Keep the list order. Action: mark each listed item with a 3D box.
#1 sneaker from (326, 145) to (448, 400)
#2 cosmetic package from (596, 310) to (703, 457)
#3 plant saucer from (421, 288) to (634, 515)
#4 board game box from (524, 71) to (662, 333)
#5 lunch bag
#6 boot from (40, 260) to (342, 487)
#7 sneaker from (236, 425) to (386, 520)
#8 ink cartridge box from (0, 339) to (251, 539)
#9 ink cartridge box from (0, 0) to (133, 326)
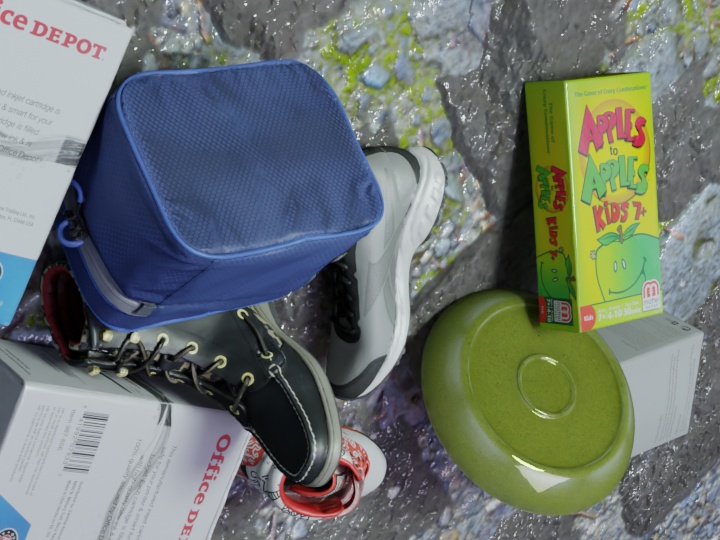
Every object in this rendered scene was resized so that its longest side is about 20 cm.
[{"bbox_3d":[0.000,0.000,1.301,0.079,0.074,0.201,6,102,-34],"label":"sneaker"},{"bbox_3d":[0.205,0.111,1.533,0.200,0.081,0.113,-14,121,-36],"label":"cosmetic package"},{"bbox_3d":[0.144,0.098,1.402,0.200,0.200,0.031,-19,163,-34],"label":"plant saucer"},{"bbox_3d":[0.191,-0.057,1.407,0.101,0.048,0.201,-10,100,-38],"label":"board game box"},{"bbox_3d":[-0.105,-0.042,1.110,0.200,0.136,0.132,-9,159,-39],"label":"lunch bag"},{"bbox_3d":[-0.113,0.065,1.143,0.153,0.204,0.074,1,132,-38],"label":"boot"},{"bbox_3d":[-0.025,0.159,1.329,0.201,0.108,0.067,27,93,-47],"label":"sneaker"},{"bbox_3d":[-0.190,0.137,1.184,0.200,0.084,0.145,14,103,-44],"label":"ink cartridge box"},{"bbox_3d":[-0.244,-0.084,1.016,0.145,0.084,0.201,17,100,-45],"label":"ink cartridge box"}]
